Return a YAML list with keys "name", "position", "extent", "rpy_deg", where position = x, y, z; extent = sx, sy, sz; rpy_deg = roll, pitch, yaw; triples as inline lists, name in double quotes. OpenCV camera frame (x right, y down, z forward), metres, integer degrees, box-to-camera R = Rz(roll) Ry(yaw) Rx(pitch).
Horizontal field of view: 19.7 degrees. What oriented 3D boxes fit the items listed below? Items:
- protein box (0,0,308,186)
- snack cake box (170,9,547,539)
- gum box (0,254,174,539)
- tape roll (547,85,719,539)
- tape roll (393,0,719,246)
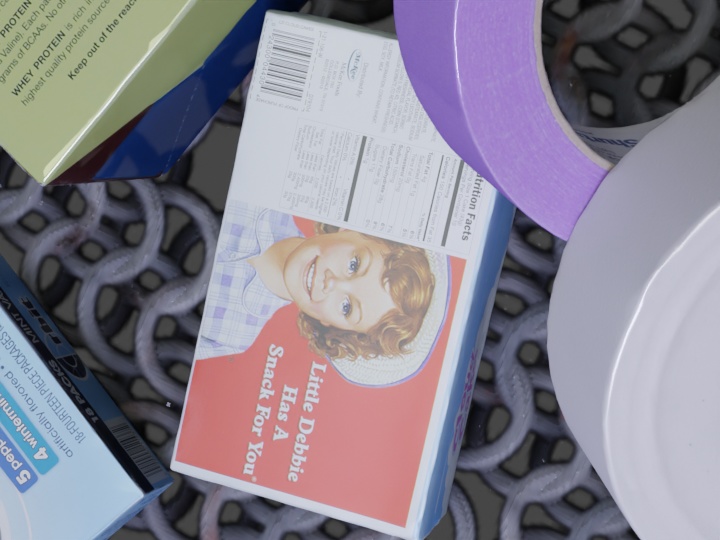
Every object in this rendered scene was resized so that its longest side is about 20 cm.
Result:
- name: "protein box"
  position: [-0.115, -0.176, 0.865]
  extent: [0.200, 0.135, 0.199]
  rpy_deg: [43, 103, 8]
- name: "snack cake box"
  position: [0.000, 0.000, 0.880]
  extent: [0.114, 0.067, 0.201]
  rpy_deg: [15, 97, 12]
- name: "gum box"
  position: [-0.213, 0.094, 0.954]
  extent: [0.200, 0.045, 0.170]
  rpy_deg: [-41, 83, 13]
- name: "tape roll"
  position: [0.174, 0.027, 0.781]
  extent: [0.201, 0.071, 0.204]
  rpy_deg: [-6, 117, -13]
- name: "tape roll"
  position: [0.115, -0.108, 0.787]
  extent: [0.199, 0.066, 0.202]
  rpy_deg: [-8, 113, -19]
